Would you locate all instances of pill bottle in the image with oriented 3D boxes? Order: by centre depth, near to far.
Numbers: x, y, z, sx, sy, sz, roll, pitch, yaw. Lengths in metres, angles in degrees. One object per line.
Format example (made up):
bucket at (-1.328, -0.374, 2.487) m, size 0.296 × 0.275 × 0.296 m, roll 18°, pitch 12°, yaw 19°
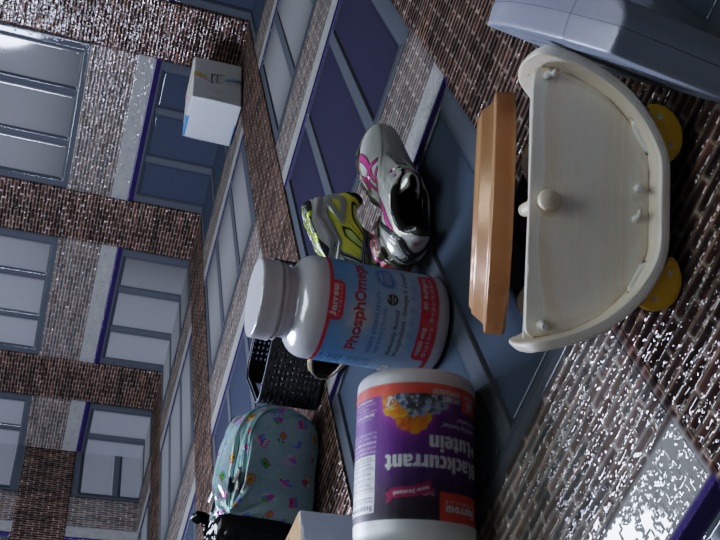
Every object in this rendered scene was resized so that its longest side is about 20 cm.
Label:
pill bottle at (0.049, 0.198, 0.837) m, size 0.111 × 0.111 × 0.201 m, roll 132°, pitch 144°, yaw -59°
pill bottle at (-0.016, 0.044, 0.982) m, size 0.109 × 0.199 × 0.109 m, roll -170°, pitch 90°, yaw -73°

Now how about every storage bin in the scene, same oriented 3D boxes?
storage bin at (-0.102, 0.095, 1.415) m, size 0.135 × 0.093 × 0.201 m, roll -135°, pitch 57°, yaw -70°

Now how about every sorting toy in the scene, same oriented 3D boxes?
sorting toy at (0.149, -0.038, 0.694) m, size 0.180 × 0.106 × 0.201 m, roll 149°, pitch 124°, yaw -81°

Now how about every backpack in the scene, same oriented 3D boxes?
backpack at (-0.134, 0.295, 1.337) m, size 0.126 × 0.166 × 0.201 m, roll -23°, pitch 53°, yaw 46°

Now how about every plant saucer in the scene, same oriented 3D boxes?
plant saucer at (0.109, -0.048, 0.785) m, size 0.200 × 0.032 × 0.202 m, roll 2°, pitch -90°, yaw -84°

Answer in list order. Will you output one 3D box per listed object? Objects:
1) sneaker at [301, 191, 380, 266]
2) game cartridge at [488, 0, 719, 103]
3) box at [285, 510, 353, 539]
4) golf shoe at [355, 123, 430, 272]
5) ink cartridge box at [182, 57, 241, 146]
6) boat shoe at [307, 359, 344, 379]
sneaker at (0.000, 0.000, 1.113) m, size 0.075 × 0.076 × 0.201 m, roll -172°, pitch 59°, yaw -78°
game cartridge at (0.166, -0.157, 0.629) m, size 0.200 × 0.133 × 0.041 m, roll -127°, pitch 51°, yaw -66°
box at (-0.042, 0.388, 1.028) m, size 0.153 × 0.106 × 0.201 m, roll -101°, pitch 27°, yaw -49°
golf shoe at (0.048, -0.098, 1.090) m, size 0.092 × 0.072 × 0.201 m, roll -52°, pitch 41°, yaw 49°
ink cartridge box at (-0.429, -0.492, 2.714) m, size 0.201 × 0.144 × 0.148 m, roll -96°, pitch 23°, yaw -44°
boat shoe at (-0.031, 0.088, 1.233) m, size 0.200 × 0.071 × 0.060 m, roll 125°, pitch 145°, yaw -61°
